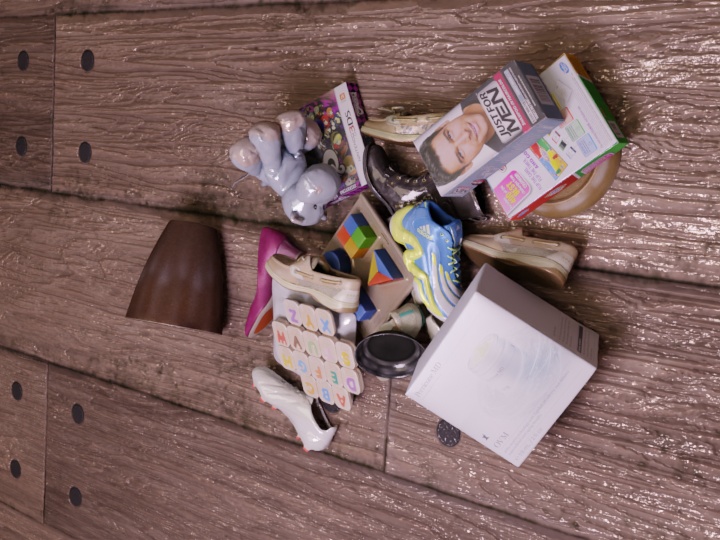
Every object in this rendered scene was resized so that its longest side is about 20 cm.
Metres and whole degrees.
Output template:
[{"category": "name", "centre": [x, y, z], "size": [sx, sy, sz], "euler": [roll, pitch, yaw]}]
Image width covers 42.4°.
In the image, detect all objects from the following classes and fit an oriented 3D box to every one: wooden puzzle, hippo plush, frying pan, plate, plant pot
[{"category": "wooden puzzle", "centre": [0.000, 0.000, 1.547], "size": [0.186, 0.046, 0.200], "euler": [57, 137, 25]}, {"category": "hippo plush", "centre": [-0.125, -0.151, 1.551], "size": [0.200, 0.159, 0.161], "euler": [-45, 67, 31]}, {"category": "frying pan", "centre": [0.083, 0.140, 1.460], "size": [0.115, 0.189, 0.031], "euler": [117, 165, -46]}, {"category": "plate", "centre": [-0.091, 0.124, 1.632], "size": [0.200, 0.032, 0.200], "euler": [28, 131, 34]}, {"category": "plant pot", "centre": [0.283, -0.177, 1.363], "size": [0.199, 0.027, 0.201], "euler": [3, 94, 38]}, {"category": "plant pot", "centre": [-0.340, 0.010, 1.783], "size": [0.186, 0.187, 0.201], "euler": [5, 82, 37]}]

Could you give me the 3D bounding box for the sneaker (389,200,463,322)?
[{"category": "sneaker", "centre": [0.122, -0.018, 1.417], "size": [0.105, 0.076, 0.200], "euler": [-34, 85, 46]}]

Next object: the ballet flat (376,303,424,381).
[{"category": "ballet flat", "centre": [0.040, 0.119, 1.513], "size": [0.068, 0.062, 0.200], "euler": [59, 145, 28]}]

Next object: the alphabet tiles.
[{"category": "alphabet tiles", "centre": [-0.075, 0.145, 1.586], "size": [0.200, 0.015, 0.196], "euler": [14, 124, 42]}]

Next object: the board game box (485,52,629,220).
[{"category": "board game box", "centre": [0.261, -0.189, 1.336], "size": [0.200, 0.040, 0.153], "euler": [-36, 72, 34]}]

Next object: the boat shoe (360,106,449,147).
[{"category": "boat shoe", "centre": [0.095, -0.230, 1.482], "size": [0.199, 0.073, 0.063], "euler": [10, 94, 26]}]

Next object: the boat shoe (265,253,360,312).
[{"category": "boat shoe", "centre": [-0.077, 0.005, 1.545], "size": [0.200, 0.072, 0.065], "euler": [27, 113, 37]}]

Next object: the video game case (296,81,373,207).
[{"category": "video game case", "centre": [-0.065, -0.206, 1.624], "size": [0.200, 0.036, 0.182], "euler": [-21, 80, 37]}]

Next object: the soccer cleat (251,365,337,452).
[{"category": "soccer cleat", "centre": [-0.118, 0.239, 1.686], "size": [0.200, 0.069, 0.078], "euler": [47, 115, 17]}]

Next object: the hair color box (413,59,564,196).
[{"category": "hair color box", "centre": [0.181, -0.200, 1.334], "size": [0.200, 0.061, 0.099], "euler": [-37, 72, 35]}]

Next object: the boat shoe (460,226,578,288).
[{"category": "boat shoe", "centre": [0.235, -0.028, 1.393], "size": [0.200, 0.072, 0.065], "euler": [17, 67, 47]}]

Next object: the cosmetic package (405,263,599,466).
[{"category": "cosmetic package", "centre": [0.204, 0.135, 1.341], "size": [0.200, 0.123, 0.200], "euler": [32, 115, 3]}]

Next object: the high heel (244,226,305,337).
[{"category": "high heel", "centre": [-0.182, 0.022, 1.713], "size": [0.096, 0.067, 0.200], "euler": [35, 100, 22]}]

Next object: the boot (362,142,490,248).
[{"category": "boot", "centre": [0.108, -0.144, 1.482], "size": [0.174, 0.069, 0.201], "euler": [-27, 86, 35]}]

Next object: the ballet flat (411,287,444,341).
[{"category": "ballet flat", "centre": [0.121, 0.062, 1.484], "size": [0.076, 0.064, 0.201], "euler": [-35, 72, 33]}]
